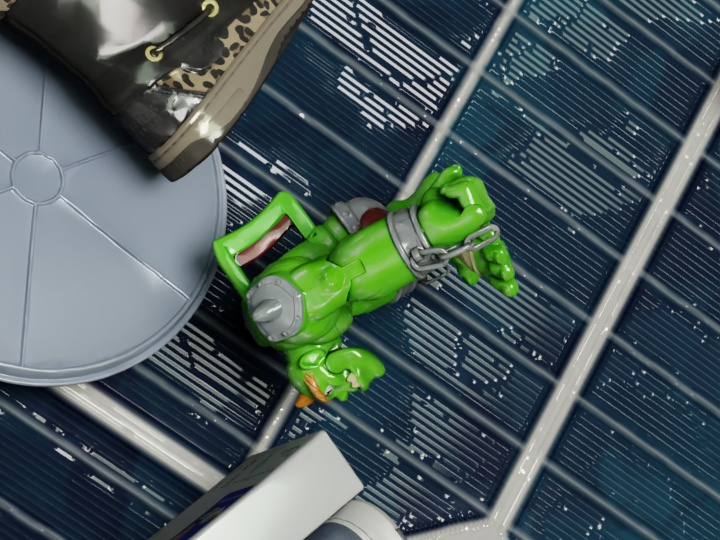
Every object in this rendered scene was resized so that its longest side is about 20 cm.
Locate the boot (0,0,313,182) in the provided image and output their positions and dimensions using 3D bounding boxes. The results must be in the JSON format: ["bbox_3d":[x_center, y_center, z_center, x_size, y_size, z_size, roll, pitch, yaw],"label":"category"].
[{"bbox_3d":[-0.100,-0.155,1.205,0.150,0.073,0.200,36,55,-14],"label":"boot"}]

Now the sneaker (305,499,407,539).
[{"bbox_3d":[0.003,0.228,1.169,0.146,0.077,0.202,-33,83,-37],"label":"sneaker"}]

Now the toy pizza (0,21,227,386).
[{"bbox_3d":[-0.160,-0.040,1.190,0.200,0.032,0.201,8,71,-24],"label":"toy pizza"}]

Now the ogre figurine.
[{"bbox_3d":[0.000,0.000,1.178,0.120,0.200,0.098,-25,108,-5],"label":"ogre figurine"}]

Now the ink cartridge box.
[{"bbox_3d":[-0.096,0.150,1.140,0.200,0.099,0.039,-36,95,-25],"label":"ink cartridge box"}]
